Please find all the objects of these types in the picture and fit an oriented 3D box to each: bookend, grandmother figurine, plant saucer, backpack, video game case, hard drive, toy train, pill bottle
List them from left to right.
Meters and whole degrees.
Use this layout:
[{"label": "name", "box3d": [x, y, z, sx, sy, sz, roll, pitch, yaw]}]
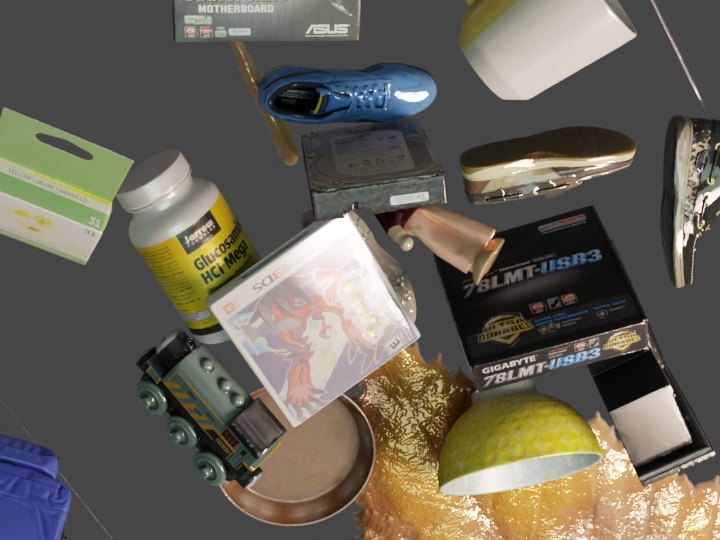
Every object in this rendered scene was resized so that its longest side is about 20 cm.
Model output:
[{"label": "backpack", "box3d": [-0.425, 0.298, 1.656, 0.161, 0.169, 0.200, 23, 142, -11]}, {"label": "pill bottle", "box3d": [-0.184, -0.028, 1.566, 0.112, 0.113, 0.201, -28, 114, 6]}, {"label": "toy train", "box3d": [-0.173, 0.157, 1.625, 0.200, 0.085, 0.114, 50, 134, 3]}, {"label": "plant saucer", "box3d": [-0.081, 0.217, 1.726, 0.198, 0.035, 0.202, -2, 112, -5]}, {"label": "video game case", "box3d": [-0.049, 0.054, 1.569, 0.182, 0.023, 0.201, -35, 124, -5]}, {"label": "hard drive", "box3d": [0.010, -0.111, 1.504, 0.138, 0.200, 0.038, -8, 112, -2]}, {"label": "grandmother figurine", "box3d": [0.061, -0.061, 1.579, 0.199, 0.121, 0.061, 30, 110, 9]}, {"label": "bookend", "box3d": [0.305, 0.103, 1.628, 0.091, 0.199, 0.201, -25, 113, 7]}]

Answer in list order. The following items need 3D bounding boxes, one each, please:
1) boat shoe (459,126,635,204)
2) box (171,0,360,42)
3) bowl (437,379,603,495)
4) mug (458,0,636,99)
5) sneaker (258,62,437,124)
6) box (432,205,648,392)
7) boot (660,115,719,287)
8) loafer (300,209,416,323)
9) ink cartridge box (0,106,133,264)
[{"label": "boat shoe", "box3d": [0.210, -0.115, 1.600, 0.198, 0.073, 0.065, -6, 125, 0]}, {"label": "box", "box3d": [-0.099, -0.322, 1.483, 0.198, 0.048, 0.160, -1, 114, -6]}, {"label": "bowl", "box3d": [0.180, 0.192, 1.691, 0.198, 0.200, 0.109, -10, 72, -2]}, {"label": "mug", "box3d": [0.180, -0.274, 1.506, 0.153, 0.188, 0.149, -38, 145, 20]}, {"label": "sneaker", "box3d": [-0.012, -0.185, 1.537, 0.198, 0.079, 0.067, -1, 112, -7]}, {"label": "box", "box3d": [0.197, 0.029, 1.585, 0.198, 0.199, 0.050, -15, 134, 1]}, {"label": "boot", "box3d": [0.425, -0.079, 1.627, 0.152, 0.074, 0.206, -3, 110, 0]}, {"label": "loafer", "box3d": [0.000, 0.000, 1.629, 0.070, 0.069, 0.201, -52, 128, -27]}, {"label": "ink cartridge box", "box3d": [-0.332, -0.083, 1.499, 0.144, 0.048, 0.200, 22, 154, -14]}]
